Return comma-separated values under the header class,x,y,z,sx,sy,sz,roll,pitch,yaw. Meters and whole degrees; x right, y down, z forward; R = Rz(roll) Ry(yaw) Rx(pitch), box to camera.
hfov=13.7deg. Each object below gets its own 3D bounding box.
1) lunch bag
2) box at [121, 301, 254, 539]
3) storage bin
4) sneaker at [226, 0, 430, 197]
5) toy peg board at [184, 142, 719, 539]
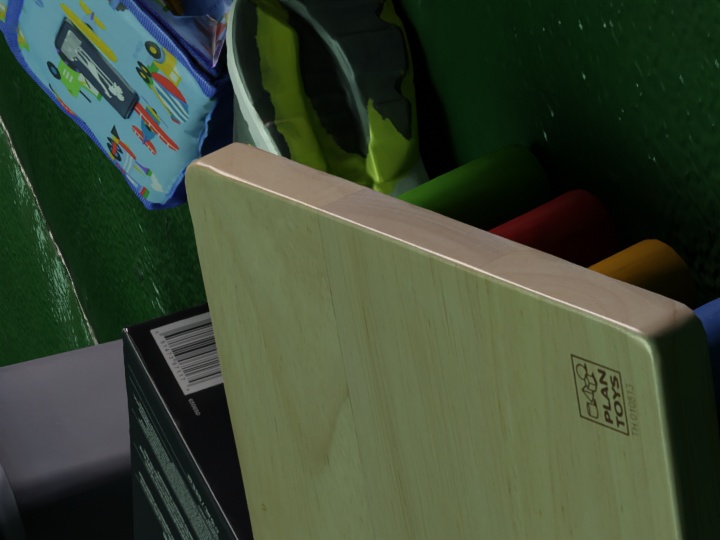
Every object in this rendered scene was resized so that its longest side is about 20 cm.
class,x,y,z,sx,sy,sz,roll,pitch,yaw
lunch bag,-0.098,-0.119,1.160,0.201,0.094,0.151,57,159,9
box,-0.019,0.125,1.127,0.142,0.078,0.200,95,151,-46
storage bin,-0.115,0.127,1.334,0.146,0.134,0.201,-125,23,-44
sneaker,0.000,0.000,0.975,0.085,0.074,0.201,117,145,-77
toy peg board,0.061,0.064,0.838,0.199,0.097,0.201,21,129,49
